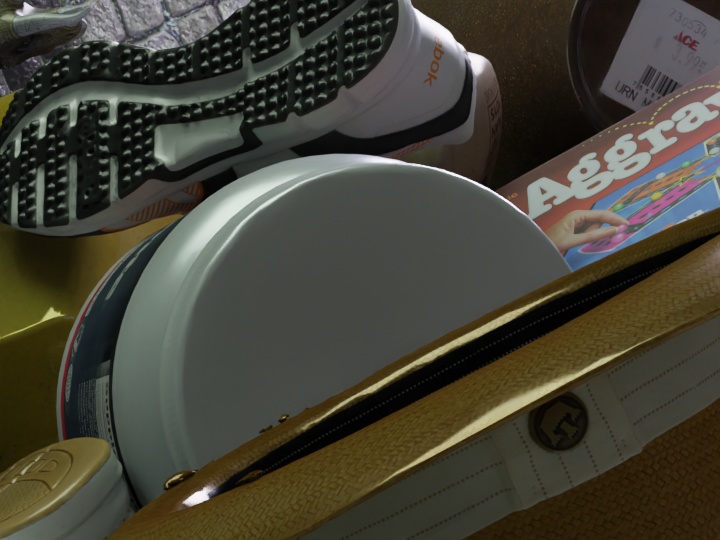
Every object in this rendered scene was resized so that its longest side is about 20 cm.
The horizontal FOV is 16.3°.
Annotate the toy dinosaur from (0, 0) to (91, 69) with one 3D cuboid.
[{"bbox_3d":[-0.194,-0.050,0.926,0.200,0.077,0.102,-44,-6,-29],"label":"toy dinosaur"}]

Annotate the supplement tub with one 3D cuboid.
[{"bbox_3d":[-0.015,0.039,0.782,0.140,0.140,0.200,-22,0,-15],"label":"supplement tub"}]

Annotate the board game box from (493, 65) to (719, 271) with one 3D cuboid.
[{"bbox_3d":[0.134,-0.042,0.854,0.200,0.019,0.103,-29,26,1],"label":"board game box"}]

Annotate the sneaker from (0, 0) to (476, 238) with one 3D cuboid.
[{"bbox_3d":[-0.047,-0.046,0.883,0.200,0.074,0.080,-13,-26,35],"label":"sneaker"}]

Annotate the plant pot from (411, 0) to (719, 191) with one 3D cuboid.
[{"bbox_3d":[0.102,-0.077,1.073,0.187,0.187,0.200,-22,2,-13],"label":"plant pot"}]

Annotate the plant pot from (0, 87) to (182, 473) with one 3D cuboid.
[{"bbox_3d":[-0.140,0.059,0.991,0.200,0.200,0.176,-21,22,5],"label":"plant pot"}]

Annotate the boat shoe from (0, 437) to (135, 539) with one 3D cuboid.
[{"bbox_3d":[-0.121,0.114,0.768,0.200,0.069,0.071,-34,5,44],"label":"boat shoe"}]

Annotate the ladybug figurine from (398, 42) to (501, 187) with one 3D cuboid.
[{"bbox_3d":[0.000,0.000,0.962,0.072,0.200,0.136,19,23,6],"label":"ladybug figurine"}]

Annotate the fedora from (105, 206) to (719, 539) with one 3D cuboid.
[{"bbox_3d":[0.037,0.054,0.551,0.200,0.082,0.201,-27,2,1],"label":"fedora"}]
